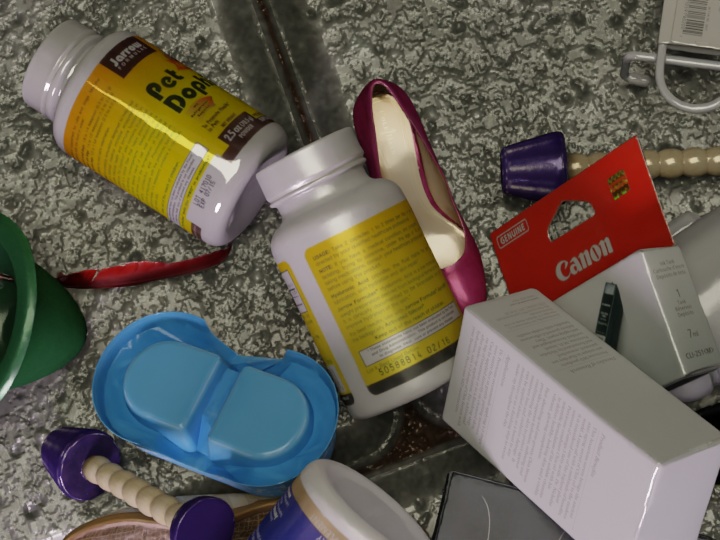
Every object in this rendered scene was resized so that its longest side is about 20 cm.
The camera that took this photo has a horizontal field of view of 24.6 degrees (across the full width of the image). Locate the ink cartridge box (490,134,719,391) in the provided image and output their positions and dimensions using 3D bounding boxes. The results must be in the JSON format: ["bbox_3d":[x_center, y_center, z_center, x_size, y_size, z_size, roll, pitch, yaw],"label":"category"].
[{"bbox_3d":[0.159,0.021,1.206,0.043,0.200,0.175,-11,75,-33],"label":"ink cartridge box"}]

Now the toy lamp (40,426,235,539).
[{"bbox_3d":[-0.172,0.161,1.216,0.199,0.058,0.058,19,77,49],"label":"toy lamp"}]

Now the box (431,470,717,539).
[{"bbox_3d":[0.135,0.268,1.188,0.199,0.124,0.198,14,78,7],"label":"box"}]

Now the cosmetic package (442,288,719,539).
[{"bbox_3d":[0.150,0.108,1.140,0.071,0.102,0.200,-13,38,-34],"label":"cosmetic package"}]

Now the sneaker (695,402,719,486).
[{"bbox_3d":[0.306,0.125,1.228,0.199,0.083,0.072,-15,78,0],"label":"sneaker"}]

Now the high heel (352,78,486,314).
[{"bbox_3d":[0.048,-0.051,1.273,0.067,0.096,0.201,-17,78,0],"label":"high heel"}]

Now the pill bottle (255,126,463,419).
[{"bbox_3d":[0.000,0.000,1.238,0.111,0.111,0.201,-26,93,-2],"label":"pill bottle"}]

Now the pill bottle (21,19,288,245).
[{"bbox_3d":[-0.163,-0.113,1.292,0.199,0.109,0.110,32,82,9],"label":"pill bottle"}]

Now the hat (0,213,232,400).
[{"bbox_3d":[-0.239,0.049,1.312,0.199,0.175,0.167,-4,78,41],"label":"hat"}]

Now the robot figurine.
[{"bbox_3d":[0.265,0.022,1.235,0.199,0.113,0.170,-32,42,-3],"label":"robot figurine"}]

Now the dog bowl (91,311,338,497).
[{"bbox_3d":[-0.106,0.106,1.252,0.199,0.050,0.112,18,65,20],"label":"dog bowl"}]

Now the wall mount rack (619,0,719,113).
[{"bbox_3d":[0.300,-0.201,1.299,0.172,0.075,0.201,10,74,9],"label":"wall mount rack"}]

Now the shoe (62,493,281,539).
[{"bbox_3d":[-0.131,0.208,1.260,0.198,0.053,0.070,-8,98,6],"label":"shoe"}]

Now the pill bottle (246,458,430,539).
[{"bbox_3d":[-0.048,0.240,1.138,0.116,0.116,0.200,39,99,10],"label":"pill bottle"}]

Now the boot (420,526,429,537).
[{"bbox_3d":[-0.017,0.295,1.232,0.199,0.072,0.167,-22,88,-1],"label":"boot"}]

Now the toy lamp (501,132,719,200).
[{"bbox_3d":[0.209,-0.083,1.283,0.198,0.058,0.059,-4,78,1],"label":"toy lamp"}]
